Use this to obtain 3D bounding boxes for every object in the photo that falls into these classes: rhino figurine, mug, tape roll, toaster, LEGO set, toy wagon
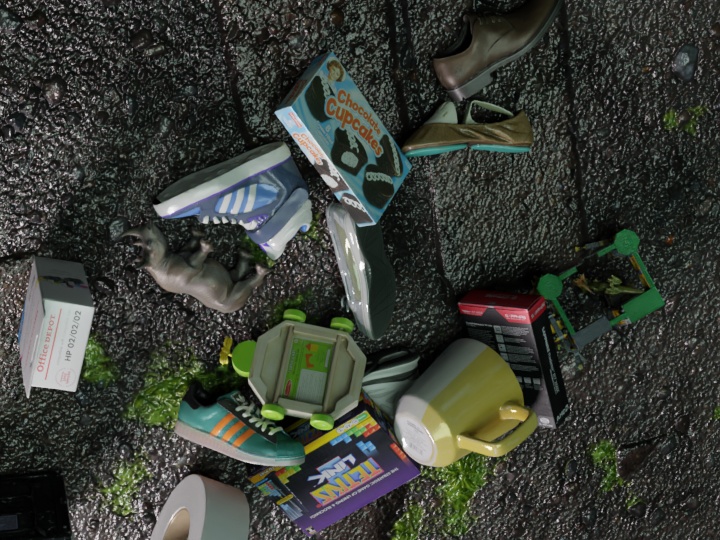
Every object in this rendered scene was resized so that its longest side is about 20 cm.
[{"bbox_3d":[-0.225,-0.007,1.720,0.198,0.060,0.088,24,103,-22],"label":"rhino figurine"},{"bbox_3d":[0.135,0.192,1.813,0.152,0.186,0.151,-32,92,-33],"label":"mug"},{"bbox_3d":[-0.229,0.387,1.785,0.070,0.203,0.204,22,102,-24],"label":"tape roll"},{"bbox_3d":[-0.476,0.358,1.706,0.197,0.181,0.120,-3,112,-17],"label":"toaster"},{"bbox_3d":[0.344,0.036,1.910,0.199,0.116,0.154,-37,87,-6],"label":"LEGO set"},{"bbox_3d":[-0.094,0.131,1.775,0.197,0.040,0.157,10,63,4],"label":"toy wagon"}]

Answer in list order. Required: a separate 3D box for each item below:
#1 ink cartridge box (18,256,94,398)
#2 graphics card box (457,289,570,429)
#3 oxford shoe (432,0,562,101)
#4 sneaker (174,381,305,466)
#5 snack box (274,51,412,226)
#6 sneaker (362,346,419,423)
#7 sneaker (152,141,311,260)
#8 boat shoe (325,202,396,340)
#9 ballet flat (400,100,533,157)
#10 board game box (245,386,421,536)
[{"bbox_3d":[-0.380,0.072,1.621,0.067,0.200,0.117,10,107,-20],"label":"ink cartridge box"},{"bbox_3d":[0.223,0.127,1.874,0.051,0.124,0.202,-38,121,-41],"label":"graphics card box"},{"bbox_3d":[0.182,-0.317,1.730,0.199,0.073,0.085,-39,113,-2],"label":"oxford shoe"},{"bbox_3d":[-0.162,0.208,1.766,0.198,0.071,0.081,15,97,20],"label":"sneaker"},{"bbox_3d":[-0.019,-0.171,1.704,0.201,0.037,0.117,52,51,-26],"label":"snack box"},{"bbox_3d":[-0.003,0.189,1.853,0.198,0.076,0.117,-13,111,-16],"label":"sneaker"},{"bbox_3d":[-0.157,-0.068,1.706,0.198,0.081,0.148,-25,111,-13],"label":"sneaker"},{"bbox_3d":[-0.001,0.000,1.796,0.074,0.064,0.204,-41,128,-43],"label":"boat shoe"},{"bbox_3d":[0.145,-0.195,1.772,0.197,0.068,0.073,-4,90,-17],"label":"ballet flat"},{"bbox_3d":[-0.039,0.273,1.842,0.199,0.057,0.166,-31,127,12],"label":"board game box"}]
